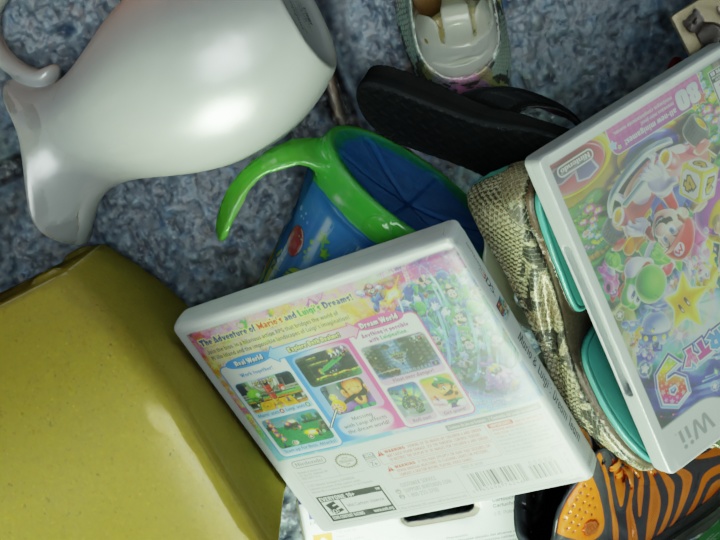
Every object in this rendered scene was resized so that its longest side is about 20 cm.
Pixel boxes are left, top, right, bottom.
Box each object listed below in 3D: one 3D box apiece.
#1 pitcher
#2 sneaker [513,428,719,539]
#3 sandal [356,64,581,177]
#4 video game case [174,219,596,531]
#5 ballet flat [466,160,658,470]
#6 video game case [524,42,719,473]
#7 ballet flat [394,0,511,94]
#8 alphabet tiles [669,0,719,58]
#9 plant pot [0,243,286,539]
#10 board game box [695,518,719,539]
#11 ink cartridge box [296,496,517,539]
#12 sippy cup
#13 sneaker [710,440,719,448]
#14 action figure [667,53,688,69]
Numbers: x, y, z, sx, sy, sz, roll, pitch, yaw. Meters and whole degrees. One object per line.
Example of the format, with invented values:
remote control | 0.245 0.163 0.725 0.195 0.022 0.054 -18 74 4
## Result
pitcher | -0.129 -0.133 0.769 0.199 0.121 0.173 -26 91 16
sneaker | 0.179 0.130 0.835 0.200 0.077 0.112 -43 120 -23
sandal | 0.091 -0.088 0.781 0.199 0.076 0.048 26 66 19
video game case | 0.013 0.072 0.757 0.199 0.024 0.183 -18 118 31
ballet flat | 0.118 0.028 0.745 0.075 0.068 0.201 -9 114 47
video game case | 0.188 -0.007 0.719 0.143 0.018 0.201 -31 107 -19
ballet flat | 0.053 -0.185 0.778 0.068 0.071 0.202 -11 107 -1
alphabet tiles | 0.267 -0.087 0.743 0.166 0.006 0.201 -31 105 2
plant pot | -0.176 0.101 0.791 0.193 0.196 0.201 -26 100 4
board game box | 0.198 0.225 0.841 0.199 0.135 0.029 -34 67 -20
ink cartridge box | 0.064 0.231 0.906 0.194 0.043 0.202 -9 104 -2
sippy cup | 0.000 0.000 0.805 0.178 0.140 0.131 41 112 9
sneaker | 0.205 0.070 0.809 0.090 0.067 0.200 -34 106 30
action figure | 0.231 -0.120 0.819 0.065 0.052 0.202 4 111 2
